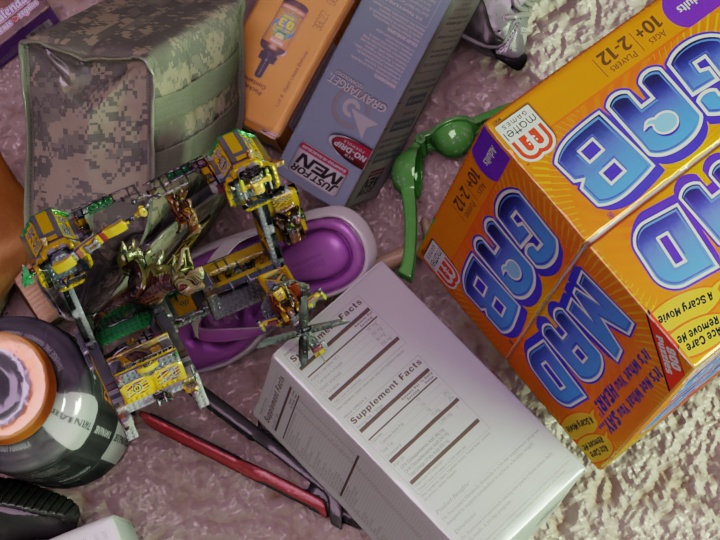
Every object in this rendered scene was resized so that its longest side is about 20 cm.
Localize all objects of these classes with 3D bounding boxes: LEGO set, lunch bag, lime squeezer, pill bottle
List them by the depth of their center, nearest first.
[{"bbox_3d":[-0.110,0.015,1.430,0.198,0.155,0.116,-18,40,-14],"label":"LEGO set"},{"bbox_3d":[-0.224,0.090,1.539,0.105,0.200,0.107,-1,81,6],"label":"pill bottle"},{"bbox_3d":[-0.152,-0.076,1.548,0.117,0.164,0.202,10,113,19],"label":"lunch bag"},{"bbox_3d":[0.066,-0.081,1.613,0.070,0.038,0.200,20,58,40],"label":"lime squeezer"}]

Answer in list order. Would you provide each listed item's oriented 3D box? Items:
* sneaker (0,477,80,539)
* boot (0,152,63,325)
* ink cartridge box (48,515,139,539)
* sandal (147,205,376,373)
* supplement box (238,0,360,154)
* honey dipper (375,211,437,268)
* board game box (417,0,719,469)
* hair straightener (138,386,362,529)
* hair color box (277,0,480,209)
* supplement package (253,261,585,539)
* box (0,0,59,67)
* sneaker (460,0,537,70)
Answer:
[{"bbox_3d":[-0.296,0.192,1.602,0.198,0.074,0.089,2,95,7],"label":"sneaker"},{"bbox_3d":[-0.313,0.013,1.623,0.200,0.071,0.145,-33,86,-16],"label":"boot"},{"bbox_3d":[-0.232,0.276,1.566,0.198,0.083,0.146,-22,78,1],"label":"ink cartridge box"},{"bbox_3d":[-0.080,0.012,1.574,0.202,0.050,0.083,-32,93,29],"label":"sandal"},{"bbox_3d":[-0.036,-0.187,1.642,0.066,0.069,0.201,28,82,12],"label":"supplement box"},{"bbox_3d":[0.000,0.000,1.621,0.198,0.038,0.038,-22,78,5],"label":"honey dipper"},{"bbox_3d":[0.191,-0.031,1.494,0.199,0.200,0.200,-36,78,-23],"label":"board game box"},{"bbox_3d":[-0.055,0.118,1.600,0.199,0.041,0.077,27,84,9],"label":"hair straightener"},{"bbox_3d":[0.020,-0.146,1.579,0.060,0.099,0.201,30,105,10],"label":"hair color box"},{"bbox_3d":[0.037,0.115,1.542,0.109,0.114,0.200,-40,78,-24],"label":"supplement package"},{"bbox_3d":[-0.344,-0.182,1.683,0.200,0.039,0.137,-39,78,-2],"label":"box"},{"bbox_3d":[0.134,-0.204,1.631,0.198,0.075,0.117,-4,84,15],"label":"sneaker"}]
